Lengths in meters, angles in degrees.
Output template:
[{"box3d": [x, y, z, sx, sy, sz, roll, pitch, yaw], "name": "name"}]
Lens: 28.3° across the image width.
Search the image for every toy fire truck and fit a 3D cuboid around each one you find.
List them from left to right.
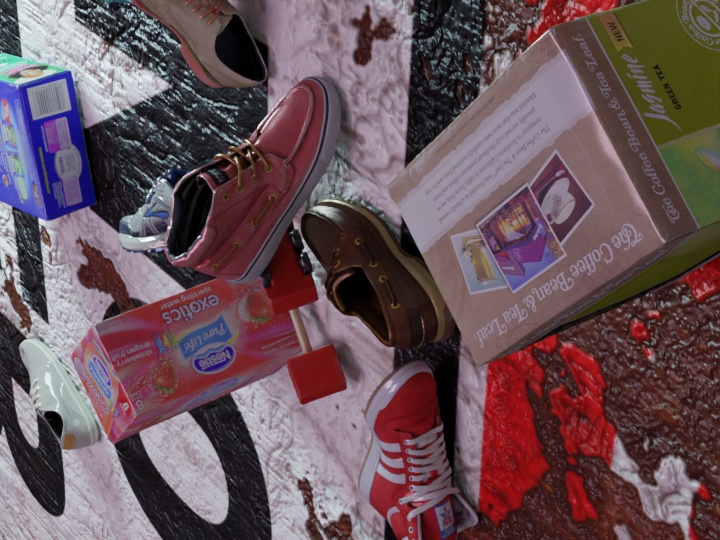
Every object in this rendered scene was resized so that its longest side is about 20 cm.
[{"box3d": [-0.070, 0.011, 1.346, 0.141, 0.049, 0.201, 82, 168, -64], "name": "toy fire truck"}]

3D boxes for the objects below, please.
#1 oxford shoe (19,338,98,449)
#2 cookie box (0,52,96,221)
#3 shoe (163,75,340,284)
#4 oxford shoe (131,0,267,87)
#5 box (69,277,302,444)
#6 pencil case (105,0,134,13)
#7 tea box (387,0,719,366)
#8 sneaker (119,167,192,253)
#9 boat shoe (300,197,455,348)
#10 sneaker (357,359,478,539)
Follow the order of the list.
[{"box3d": [-0.435, 0.172, 1.994, 0.200, 0.058, 0.075, 51, 146, 30], "name": "oxford shoe"}, {"box3d": [-0.413, -0.167, 1.749, 0.200, 0.075, 0.172, 20, 124, 50], "name": "cookie box"}, {"box3d": [-0.095, -0.083, 1.234, 0.071, 0.091, 0.201, 38, 105, 38], "name": "shoe"}, {"box3d": [-0.147, -0.242, 1.273, 0.074, 0.071, 0.200, 16, 156, 46], "name": "oxford shoe"}, {"box3d": [-0.170, 0.080, 1.411, 0.103, 0.199, 0.095, 63, 148, 10], "name": "box"}, {"box3d": [-0.220, -0.349, 1.351, 0.085, 0.092, 0.201, -5, 106, 17], "name": "pencil case"}, {"box3d": [0.159, -0.060, 0.846, 0.134, 0.196, 0.200, 63, 147, 9], "name": "tea box"}, {"box3d": [-0.189, -0.065, 1.492, 0.200, 0.077, 0.086, -2, 96, 49], "name": "sneaker"}, {"box3d": [0.000, 0.001, 1.232, 0.200, 0.067, 0.072, 43, 142, 42], "name": "boat shoe"}, {"box3d": [0.055, 0.173, 1.250, 0.113, 0.071, 0.200, 51, 151, 33], "name": "sneaker"}]
